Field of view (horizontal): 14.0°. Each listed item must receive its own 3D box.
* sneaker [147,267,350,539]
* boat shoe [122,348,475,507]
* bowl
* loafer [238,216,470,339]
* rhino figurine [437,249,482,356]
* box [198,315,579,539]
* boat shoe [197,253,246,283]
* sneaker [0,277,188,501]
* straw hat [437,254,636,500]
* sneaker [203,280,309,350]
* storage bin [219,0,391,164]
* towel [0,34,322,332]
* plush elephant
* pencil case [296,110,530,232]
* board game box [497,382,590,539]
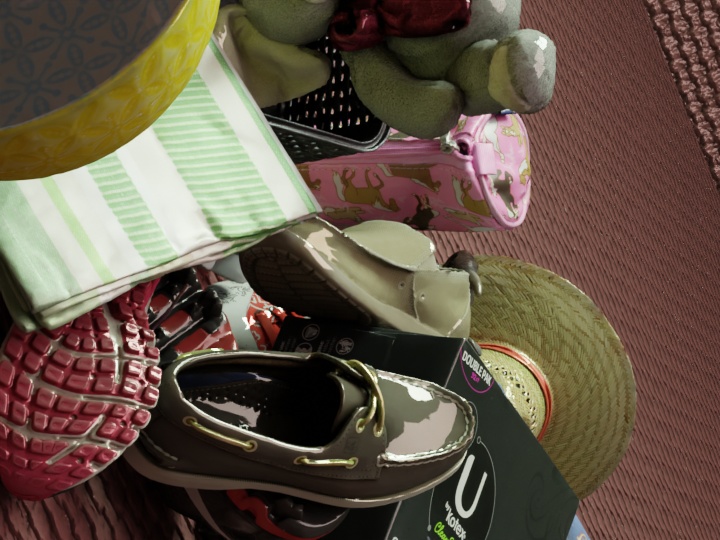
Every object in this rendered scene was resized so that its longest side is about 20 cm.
[{"bbox_3d":[-0.091,0.075,1.577,0.071,0.098,0.201,-33,80,-39],"label":"sneaker"},{"bbox_3d":[-0.023,0.077,1.509,0.201,0.060,0.072,3,59,-28],"label":"boat shoe"},{"bbox_3d":[-0.149,-0.111,1.376,0.108,0.200,0.200,66,14,-53],"label":"bowl"},{"bbox_3d":[0.000,0.000,1.690,0.200,0.076,0.068,34,67,-53],"label":"loafer"},{"bbox_3d":[0.028,0.033,1.862,0.060,0.200,0.088,19,71,-25],"label":"rhino figurine"},{"bbox_3d":[0.021,0.143,1.703,0.200,0.124,0.149,53,52,-49],"label":"box"},{"bbox_3d":[-0.087,-0.037,1.645,0.066,0.070,0.200,-62,164,-1],"label":"boat shoe"},{"bbox_3d":[-0.138,0.039,1.460,0.081,0.075,0.200,25,44,-9],"label":"sneaker"},{"bbox_3d":[0.074,0.095,1.916,0.085,0.201,0.201,-44,115,-60],"label":"straw hat"},{"bbox_3d":[-0.036,0.023,1.753,0.201,0.108,0.067,-45,116,-73],"label":"sneaker"},{"bbox_3d":[-0.080,-0.141,1.638,0.200,0.094,0.135,14,75,-45],"label":"storage bin"},{"bbox_3d":[-0.126,-0.060,1.466,0.200,0.023,0.153,-22,77,-43],"label":"towel"},{"bbox_3d":[0.006,-0.153,1.563,0.155,0.200,0.165,17,70,-19],"label":"plush elephant"},{"bbox_3d":[0.007,-0.062,1.836,0.083,0.200,0.087,-53,134,-49],"label":"pencil case"},{"bbox_3d":[0.063,0.160,1.890,0.035,0.135,0.200,-82,151,-43],"label":"board game box"}]
